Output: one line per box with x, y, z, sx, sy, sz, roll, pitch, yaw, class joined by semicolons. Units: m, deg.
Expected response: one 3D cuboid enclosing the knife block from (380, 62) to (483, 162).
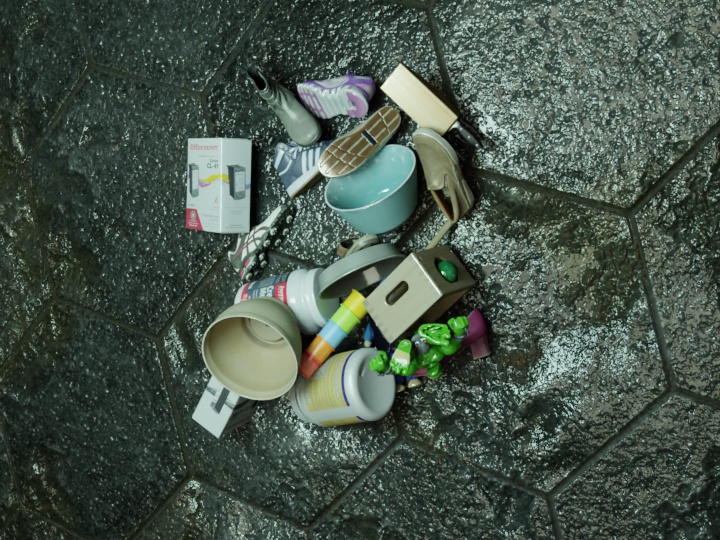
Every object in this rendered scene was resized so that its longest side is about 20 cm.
0.149;-0.296;1.580;0.064;0.198;0.177;-47;48;18;knife block

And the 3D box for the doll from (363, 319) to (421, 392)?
0.071;0.148;1.716;0.134;0.048;0.203;-21;90;20;doll

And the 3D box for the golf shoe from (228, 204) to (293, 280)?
-0.225;-0.075;1.805;0.088;0.077;0.201;43;108;20;golf shoe

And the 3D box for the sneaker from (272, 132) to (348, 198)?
-0.105;-0.254;1.740;0.199;0.070;0.109;-38;82;24;sneaker

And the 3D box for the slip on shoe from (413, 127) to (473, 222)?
0.154;-0.182;1.582;0.075;0.061;0.201;9;141;45;slip on shoe

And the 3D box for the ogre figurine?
0.125;0.153;1.575;0.200;0.120;0.098;-45;64;2;ogre figurine

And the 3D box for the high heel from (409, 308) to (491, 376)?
0.163;0.148;1.655;0.196;0.067;0.098;-18;97;-1;high heel

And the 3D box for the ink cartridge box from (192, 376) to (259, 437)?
-0.270;0.253;1.814;0.083;0.144;0.202;33;106;15;ink cartridge box

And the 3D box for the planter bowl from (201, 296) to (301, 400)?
-0.201;0.138;1.636;0.196;0.135;0.204;7;122;11;planter bowl

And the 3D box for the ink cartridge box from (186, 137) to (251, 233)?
-0.313;-0.188;1.799;0.146;0.085;0.205;9;100;46;ink cartridge box

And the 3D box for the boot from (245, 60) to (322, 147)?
-0.167;-0.343;1.689;0.068;0.130;0.201;-44;53;10;boot

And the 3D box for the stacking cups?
-0.057;0.134;1.677;0.060;0.061;0.201;38;84;14;stacking cups

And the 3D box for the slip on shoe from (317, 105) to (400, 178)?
-0.002;-0.257;1.663;0.200;0.061;0.076;-43;89;-4;slip on shoe

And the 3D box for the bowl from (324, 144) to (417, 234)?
0.036;-0.149;1.644;0.197;0.203;0.106;-12;130;23;bowl

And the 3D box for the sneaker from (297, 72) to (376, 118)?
-0.045;-0.373;1.705;0.198;0.089;0.081;13;145;39;sneaker

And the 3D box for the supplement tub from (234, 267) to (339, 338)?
-0.158;0.078;1.754;0.197;0.140;0.143;-15;89;23;supplement tub

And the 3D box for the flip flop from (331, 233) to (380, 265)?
-0.015;-0.044;1.677;0.080;0.200;0.058;-23;81;-21;flip flop

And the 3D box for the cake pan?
0.000;0.000;1.652;0.198;0.199;0.037;-29;76;22;cake pan

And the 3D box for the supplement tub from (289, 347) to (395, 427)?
-0.039;0.247;1.700;0.198;0.144;0.148;-16;89;41;supplement tub

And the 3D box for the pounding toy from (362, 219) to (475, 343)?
0.126;0.013;1.619;0.200;0.183;0.143;-45;73;29;pounding toy
